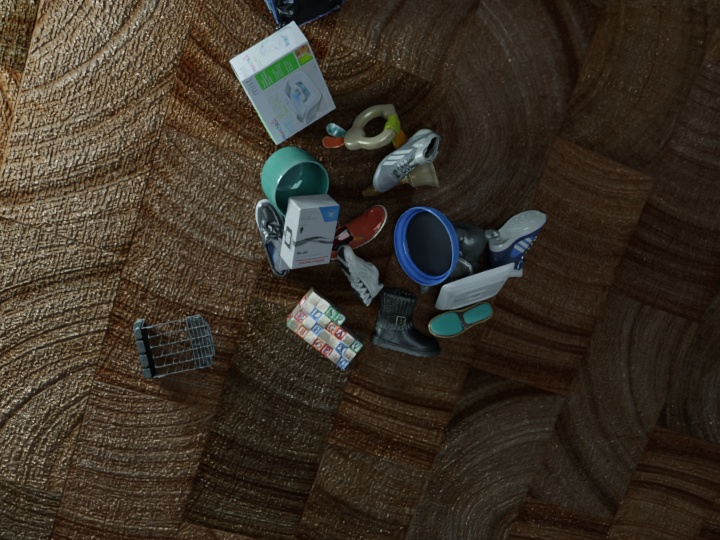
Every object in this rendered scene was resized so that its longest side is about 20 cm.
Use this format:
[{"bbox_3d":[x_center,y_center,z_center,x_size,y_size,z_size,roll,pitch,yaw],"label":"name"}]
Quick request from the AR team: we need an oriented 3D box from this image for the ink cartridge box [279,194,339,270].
[{"bbox_3d":[-0.127,-0.078,1.420,0.114,0.067,0.204,-10,126,-34],"label":"ink cartridge box"}]

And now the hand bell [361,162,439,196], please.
[{"bbox_3d":[0.097,-0.229,1.493,0.195,0.104,0.106,-19,104,8],"label":"hand bell"}]

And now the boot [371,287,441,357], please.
[{"bbox_3d":[0.138,0.141,1.569,0.206,0.079,0.162,13,100,-11],"label":"boot"}]

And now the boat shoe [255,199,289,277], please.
[{"bbox_3d":[-0.222,-0.078,1.474,0.068,0.066,0.205,-10,103,-6],"label":"boat shoe"}]

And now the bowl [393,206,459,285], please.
[{"bbox_3d":[0.170,-0.065,1.484,0.039,0.198,0.206,-21,107,-40],"label":"bowl"}]

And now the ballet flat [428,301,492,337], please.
[{"bbox_3d":[0.270,0.141,1.587,0.195,0.063,0.070,-14,80,-15],"label":"ballet flat"}]

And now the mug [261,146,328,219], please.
[{"bbox_3d":[-0.175,-0.209,1.418,0.150,0.115,0.187,20,111,-47],"label":"mug"}]

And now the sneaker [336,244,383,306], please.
[{"bbox_3d":[0.000,0.000,1.504,0.080,0.075,0.202,-36,134,-9],"label":"sneaker"}]

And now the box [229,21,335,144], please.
[{"bbox_3d":[-0.177,-0.431,1.344,0.174,0.098,0.201,-31,144,-2],"label":"box"}]

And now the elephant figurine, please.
[{"bbox_3d":[0.256,-0.020,1.535,0.138,0.154,0.205,-4,108,-30],"label":"elephant figurine"}]

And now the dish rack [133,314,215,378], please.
[{"bbox_3d":[-0.480,0.194,1.500,0.195,0.055,0.158,-10,105,-8],"label":"dish rack"}]

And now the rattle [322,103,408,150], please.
[{"bbox_3d":[0.018,-0.330,1.478,0.196,0.143,0.133,-24,72,13],"label":"rattle"}]

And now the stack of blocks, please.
[{"bbox_3d":[-0.088,0.155,1.547,0.199,0.059,0.116,40,93,-14],"label":"stack of blocks"}]

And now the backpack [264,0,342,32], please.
[{"bbox_3d":[-0.149,-0.677,1.302,0.179,0.148,0.203,-24,131,-4],"label":"backpack"}]

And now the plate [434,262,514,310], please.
[{"bbox_3d":[0.299,0.053,1.522,0.195,0.200,0.033,-17,72,-5],"label":"plate"}]

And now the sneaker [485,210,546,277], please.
[{"bbox_3d":[0.432,-0.059,1.585,0.198,0.080,0.149,-33,127,-18],"label":"sneaker"}]

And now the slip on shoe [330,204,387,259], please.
[{"bbox_3d":[-0.014,-0.100,1.495,0.198,0.061,0.075,-34,74,1],"label":"slip on shoe"}]

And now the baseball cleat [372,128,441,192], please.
[{"bbox_3d":[0.112,-0.265,1.407,0.069,0.107,0.201,40,95,-29],"label":"baseball cleat"}]
